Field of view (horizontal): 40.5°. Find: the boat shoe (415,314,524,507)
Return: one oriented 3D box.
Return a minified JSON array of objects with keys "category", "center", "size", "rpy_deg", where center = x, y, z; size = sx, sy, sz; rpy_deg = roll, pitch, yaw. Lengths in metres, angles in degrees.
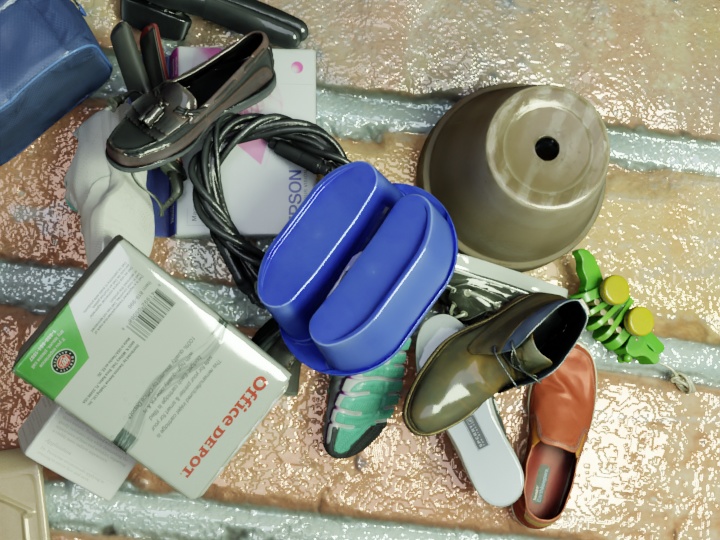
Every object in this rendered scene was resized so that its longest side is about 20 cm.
[{"category":"boat shoe","center":[0.111,0.141,0.995],"size":[0.070,0.066,0.201],"rpy_deg":[-26,86,-1]}]

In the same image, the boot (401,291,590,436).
[{"category":"boot","center":[0.127,0.083,0.916],"size":[0.200,0.097,0.075],"rpy_deg":[-40,95,-17]}]

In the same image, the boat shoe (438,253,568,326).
[{"category":"boat shoe","center":[0.115,0.024,1.002],"size":[0.199,0.071,0.064],"rpy_deg":[16,81,-4]}]

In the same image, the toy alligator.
[{"category":"toy alligator","center":[0.272,0.067,1.013],"size":[0.054,0.059,0.200],"rpy_deg":[-41,97,-17]}]

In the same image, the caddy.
[{"category":"caddy","center":[0.000,0.000,0.902],"size":[0.141,0.105,0.200],"rpy_deg":[34,84,25]}]

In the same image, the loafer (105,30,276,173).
[{"category":"loafer","center":[-0.162,-0.168,0.931],"size":[0.072,0.063,0.200],"rpy_deg":[39,58,22]}]

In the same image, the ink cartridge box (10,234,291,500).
[{"category":"ink cartridge box","center":[-0.185,0.086,0.881],"size":[0.200,0.083,0.147],"rpy_deg":[42,84,-16]}]

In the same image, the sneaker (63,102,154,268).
[{"category":"sneaker","center":[-0.259,-0.068,0.971],"size":[0.088,0.075,0.201],"rpy_deg":[-16,59,21]}]

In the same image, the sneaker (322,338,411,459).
[{"category":"sneaker","center":[-0.001,0.090,1.003],"size":[0.074,0.087,0.201],"rpy_deg":[12,104,-41]}]

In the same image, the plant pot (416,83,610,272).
[{"category":"plant pot","center":[0.163,-0.103,0.967],"size":[0.199,0.174,0.201],"rpy_deg":[0,85,-3]}]

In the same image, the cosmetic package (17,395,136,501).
[{"category":"cosmetic package","center":[-0.234,0.110,0.956],"size":[0.102,0.074,0.200],"rpy_deg":[39,81,-26]}]

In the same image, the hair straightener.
[{"category":"hair straightener","center":[-0.222,-0.151,0.971],"size":[0.077,0.041,0.201],"rpy_deg":[-6,83,-44]}]

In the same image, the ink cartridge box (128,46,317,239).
[{"category":"ink cartridge box","center":[-0.144,-0.131,1.013],"size":[0.199,0.043,0.198],"rpy_deg":[-1,86,-6]}]

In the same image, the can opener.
[{"category":"can opener","center":[-0.150,-0.274,1.018],"size":[0.199,0.079,0.064],"rpy_deg":[14,40,1]}]

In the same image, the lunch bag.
[{"category":"lunch bag","center":[-0.350,-0.211,0.956],"size":[0.200,0.136,0.132],"rpy_deg":[-40,89,-7]}]

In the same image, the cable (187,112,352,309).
[{"category":"cable","center":[-0.078,-0.073,0.968],"size":[0.163,0.051,0.201],"rpy_deg":[-27,90,-4]}]

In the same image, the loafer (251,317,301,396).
[{"category":"loafer","center":[-0.088,0.099,0.988],"size":[0.200,0.073,0.072],"rpy_deg":[-43,99,2]}]

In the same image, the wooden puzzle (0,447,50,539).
[{"category":"wooden puzzle","center":[-0.395,0.286,0.960],"size":[0.184,0.046,0.201],"rpy_deg":[-8,81,-5]}]

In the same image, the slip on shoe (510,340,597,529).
[{"category":"slip on shoe","center":[0.203,0.168,1.003],"size":[0.074,0.061,0.201],"rpy_deg":[16,83,-1]}]
